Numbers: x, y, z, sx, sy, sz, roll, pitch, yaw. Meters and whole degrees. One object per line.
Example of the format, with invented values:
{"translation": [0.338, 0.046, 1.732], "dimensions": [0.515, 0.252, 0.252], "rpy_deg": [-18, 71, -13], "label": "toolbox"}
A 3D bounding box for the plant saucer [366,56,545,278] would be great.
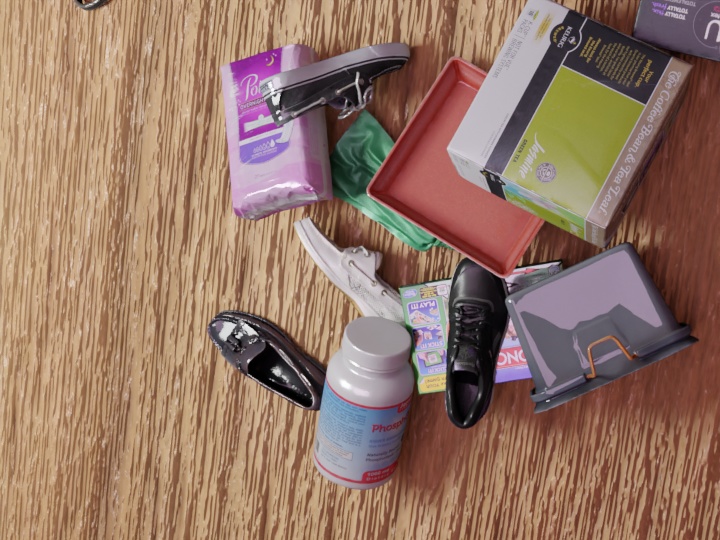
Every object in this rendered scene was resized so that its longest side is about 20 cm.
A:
{"translation": [0.141, -0.120, 1.500], "dimensions": [0.200, 0.037, 0.200], "rpy_deg": [32, 86, 12], "label": "plant saucer"}

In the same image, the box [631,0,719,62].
{"translation": [0.380, -0.331, 1.368], "dimensions": [0.122, 0.106, 0.201], "rpy_deg": [18, 105, 19], "label": "box"}

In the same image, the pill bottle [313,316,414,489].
{"translation": [0.007, 0.161, 1.560], "dimensions": [0.108, 0.109, 0.201], "rpy_deg": [20, 123, 17], "label": "pill bottle"}

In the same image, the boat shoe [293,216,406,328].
{"translation": [0.000, 0.000, 1.587], "dimensions": [0.069, 0.071, 0.200], "rpy_deg": [-42, 97, 9], "label": "boat shoe"}

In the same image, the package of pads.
{"translation": [-0.102, -0.169, 1.562], "dimensions": [0.120, 0.076, 0.201], "rpy_deg": [-13, 73, 25], "label": "package of pads"}

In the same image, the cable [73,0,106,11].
{"translation": [-0.317, -0.390, 1.653], "dimensions": [0.199, 0.050, 0.098], "rpy_deg": [2, 100, 22], "label": "cable"}

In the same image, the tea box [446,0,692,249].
{"translation": [0.232, -0.162, 1.406], "dimensions": [0.196, 0.134, 0.201], "rpy_deg": [29, 87, 14], "label": "tea box"}

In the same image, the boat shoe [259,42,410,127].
{"translation": [-0.021, -0.218, 1.508], "dimensions": [0.074, 0.199, 0.068], "rpy_deg": [-19, 92, 58], "label": "boat shoe"}

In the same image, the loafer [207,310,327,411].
{"translation": [-0.120, 0.116, 1.651], "dimensions": [0.200, 0.063, 0.072], "rpy_deg": [32, 108, 13], "label": "loafer"}

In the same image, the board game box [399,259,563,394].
{"translation": [0.156, 0.069, 1.539], "dimensions": [0.199, 0.029, 0.135], "rpy_deg": [-10, 94, 10], "label": "board game box"}

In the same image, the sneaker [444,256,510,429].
{"translation": [0.134, 0.085, 1.485], "dimensions": [0.075, 0.088, 0.201], "rpy_deg": [3, 97, 9], "label": "sneaker"}

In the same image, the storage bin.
{"translation": [0.260, 0.059, 1.441], "dimensions": [0.199, 0.146, 0.135], "rpy_deg": [-26, 86, 8], "label": "storage bin"}

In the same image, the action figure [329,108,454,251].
{"translation": [0.046, -0.090, 1.561], "dimensions": [0.200, 0.055, 0.118], "rpy_deg": [42, 108, 14], "label": "action figure"}
